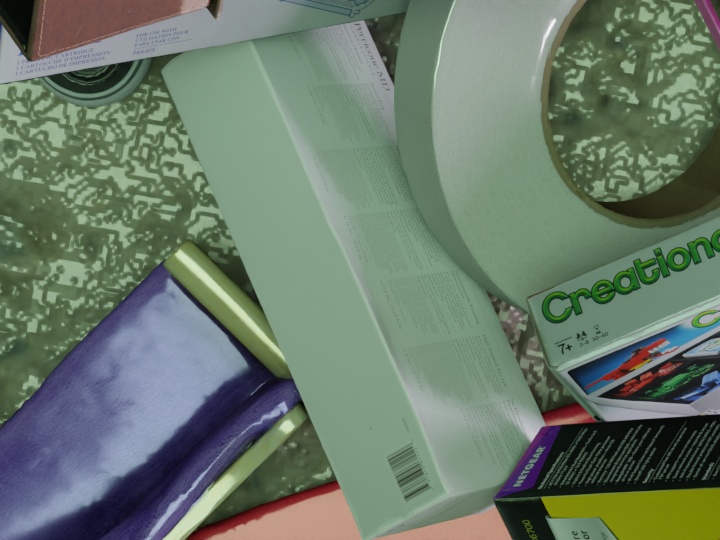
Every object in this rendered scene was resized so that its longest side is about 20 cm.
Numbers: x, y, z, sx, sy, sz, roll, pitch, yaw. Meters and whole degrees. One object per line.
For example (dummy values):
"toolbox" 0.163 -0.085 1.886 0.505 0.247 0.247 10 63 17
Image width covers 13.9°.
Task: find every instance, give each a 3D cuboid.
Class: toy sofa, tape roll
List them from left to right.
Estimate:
"toy sofa" -0.108 0.085 1.164 0.083 0.098 0.200 45 95 -1
"tape roll" 0.110 -0.072 1.133 0.202 0.037 0.203 -6 105 -24

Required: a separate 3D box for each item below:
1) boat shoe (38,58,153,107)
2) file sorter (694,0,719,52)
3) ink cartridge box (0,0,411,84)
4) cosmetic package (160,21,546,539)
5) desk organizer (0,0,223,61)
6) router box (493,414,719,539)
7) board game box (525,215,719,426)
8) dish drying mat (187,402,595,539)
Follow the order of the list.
"boat shoe" -0.117 -0.164 1.165 0.070 0.066 0.200 -2 93 3
"file sorter" 0.209 -0.158 1.068 0.125 0.200 0.139 -7 121 42
"ink cartridge box" -0.060 -0.129 1.108 0.200 0.094 0.044 -13 137 -27
"cosmetic package" 0.000 0.000 1.136 0.051 0.082 0.200 -32 75 35
"desk organizer" -0.126 -0.169 1.041 0.077 0.072 0.200 -20 56 -28
"router box" 0.157 0.144 1.104 0.149 0.051 0.200 -6 122 37
"board game box" 0.174 0.006 1.096 0.200 0.126 0.035 -23 63 11
"dish drying mat" 0.035 0.110 1.200 0.200 0.018 0.077 -18 93 2
